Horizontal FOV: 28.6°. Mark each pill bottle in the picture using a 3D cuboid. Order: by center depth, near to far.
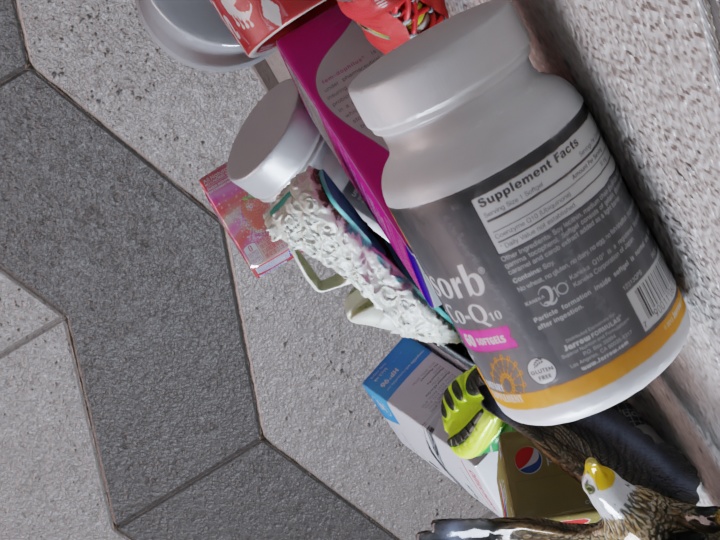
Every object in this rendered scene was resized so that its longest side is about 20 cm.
[{"bbox_3d":[0.081,-0.030,0.733,0.201,0.116,0.116,60,177,-14],"label":"pill bottle"},{"bbox_3d":[-0.001,-0.062,1.142,0.200,0.113,0.113,33,-171,-26],"label":"pill bottle"}]

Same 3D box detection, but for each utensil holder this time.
[{"bbox_3d":[-0.127,-0.275,1.294,0.171,0.169,0.200,60,176,-7],"label":"utensil holder"}]

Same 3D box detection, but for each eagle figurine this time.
[{"bbox_3d":[0.150,0.150,0.857,0.199,0.151,0.152,9,116,43],"label":"eagle figurine"}]

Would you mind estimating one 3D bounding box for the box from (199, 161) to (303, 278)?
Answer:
[{"bbox_3d":[-0.034,-0.085,1.258,0.095,0.199,0.103,59,177,3],"label":"box"}]

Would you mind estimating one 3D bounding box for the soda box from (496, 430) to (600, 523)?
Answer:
[{"bbox_3d":[0.140,0.164,1.054,0.200,0.067,0.064,73,-174,-73],"label":"soda box"}]

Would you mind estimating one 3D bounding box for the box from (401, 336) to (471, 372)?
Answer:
[{"bbox_3d":[0.109,0.105,1.364,0.156,0.041,0.200,40,168,25],"label":"box"}]

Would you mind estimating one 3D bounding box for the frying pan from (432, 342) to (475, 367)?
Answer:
[{"bbox_3d":[0.131,0.080,1.154,0.031,0.115,0.190,-7,124,46],"label":"frying pan"}]

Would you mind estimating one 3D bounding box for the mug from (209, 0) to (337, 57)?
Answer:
[{"bbox_3d":[-0.070,-0.273,1.006,0.133,0.177,0.201,-28,93,53],"label":"mug"}]

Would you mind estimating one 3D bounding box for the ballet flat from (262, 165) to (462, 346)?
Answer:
[{"bbox_3d":[0.000,0.000,1.031,0.200,0.072,0.072,45,-174,-35],"label":"ballet flat"}]

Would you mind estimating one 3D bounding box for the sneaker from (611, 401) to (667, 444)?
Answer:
[{"bbox_3d":[0.208,0.165,1.068,0.200,0.076,0.081,79,170,-63],"label":"sneaker"}]

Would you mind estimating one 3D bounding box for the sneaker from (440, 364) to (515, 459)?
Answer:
[{"bbox_3d":[0.131,0.076,1.011,0.200,0.083,0.074,-41,61,54],"label":"sneaker"}]

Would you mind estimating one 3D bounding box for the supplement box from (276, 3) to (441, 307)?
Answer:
[{"bbox_3d":[0.037,-0.092,0.985,0.201,0.101,0.103,59,178,24],"label":"supplement box"}]

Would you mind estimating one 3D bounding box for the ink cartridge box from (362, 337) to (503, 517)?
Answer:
[{"bbox_3d":[0.104,0.155,1.287,0.200,0.068,0.116,32,163,42],"label":"ink cartridge box"}]

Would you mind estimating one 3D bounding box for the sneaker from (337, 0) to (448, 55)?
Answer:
[{"bbox_3d":[0.028,-0.163,0.846,0.085,0.077,0.200,54,-172,-7],"label":"sneaker"}]
